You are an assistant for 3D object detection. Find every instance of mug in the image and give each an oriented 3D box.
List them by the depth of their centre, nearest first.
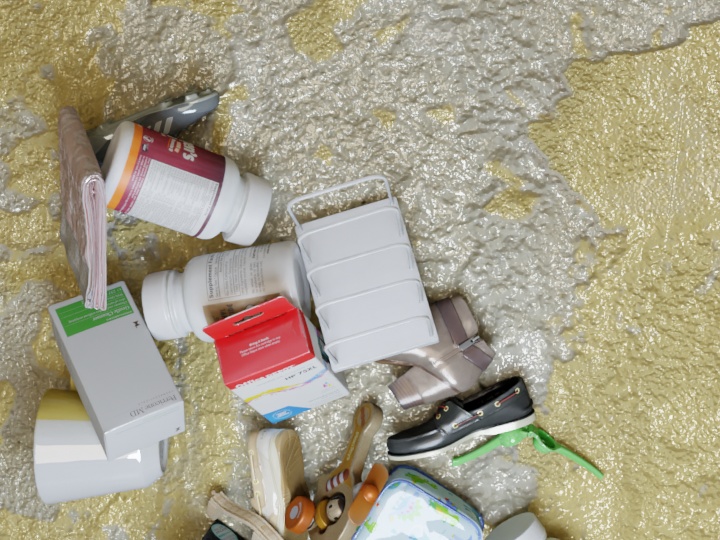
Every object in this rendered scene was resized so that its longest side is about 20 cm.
[{"bbox_3d":[-0.337,0.213,1.322,0.153,0.149,0.187,-1,104,-2],"label":"mug"}]

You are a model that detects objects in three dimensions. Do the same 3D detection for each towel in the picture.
[{"bbox_3d":[-0.346,-0.079,1.239,0.032,0.200,0.191,-7,125,-24],"label":"towel"}]

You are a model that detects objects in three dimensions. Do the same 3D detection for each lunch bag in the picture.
[{"bbox_3d":[0.062,0.376,1.329,0.161,0.082,0.200,31,99,2],"label":"lunch bag"}]

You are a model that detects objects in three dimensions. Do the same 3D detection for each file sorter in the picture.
[{"bbox_3d":[0.000,0.000,1.229,0.139,0.125,0.200,-16,72,2],"label":"file sorter"}]

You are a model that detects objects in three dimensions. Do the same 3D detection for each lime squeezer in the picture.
[{"bbox_3d":[0.223,0.237,1.318,0.200,0.038,0.071,4,98,4],"label":"lime squeezer"}]

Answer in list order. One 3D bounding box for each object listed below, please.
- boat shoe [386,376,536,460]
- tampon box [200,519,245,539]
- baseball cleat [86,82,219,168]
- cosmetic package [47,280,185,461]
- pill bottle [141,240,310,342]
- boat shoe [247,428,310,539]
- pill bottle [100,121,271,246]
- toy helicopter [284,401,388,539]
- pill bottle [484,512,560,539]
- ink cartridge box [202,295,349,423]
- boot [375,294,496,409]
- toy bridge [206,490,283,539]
[{"bbox_3d":[0.125,0.193,1.304,0.201,0.074,0.063,-19,100,1],"label":"boat shoe"},{"bbox_3d":[-0.162,0.457,1.327,0.200,0.150,0.126,35,100,1],"label":"tampon box"},{"bbox_3d":[-0.264,-0.170,1.311,0.200,0.070,0.107,-17,109,12],"label":"baseball cleat"},{"bbox_3d":[-0.310,0.126,1.275,0.108,0.085,0.200,-22,60,-23],"label":"cosmetic package"},{"bbox_3d":[-0.171,0.032,1.293,0.200,0.114,0.115,-9,96,7],"label":"pill bottle"},{"bbox_3d":[-0.114,0.301,1.349,0.069,0.074,0.200,6,107,28],"label":"boat shoe"},{"bbox_3d":[-0.220,-0.103,1.256,0.200,0.110,0.110,19,99,-22],"label":"pill bottle"},{"bbox_3d":[-0.011,0.264,1.295,0.079,0.132,0.200,30,68,-25],"label":"toy helicopter"},{"bbox_3d":[0.245,0.421,1.302,0.111,0.111,0.200,-32,93,9],"label":"pill bottle"},{"bbox_3d":[-0.103,0.115,1.254,0.116,0.200,0.067,-22,60,8],"label":"ink cartridge box"},{"bbox_3d":[0.074,0.078,1.305,0.146,0.070,0.200,-35,90,1],"label":"boot"},{"bbox_3d":[-0.132,0.359,1.323,0.200,0.027,0.067,40,136,24],"label":"toy bridge"}]
